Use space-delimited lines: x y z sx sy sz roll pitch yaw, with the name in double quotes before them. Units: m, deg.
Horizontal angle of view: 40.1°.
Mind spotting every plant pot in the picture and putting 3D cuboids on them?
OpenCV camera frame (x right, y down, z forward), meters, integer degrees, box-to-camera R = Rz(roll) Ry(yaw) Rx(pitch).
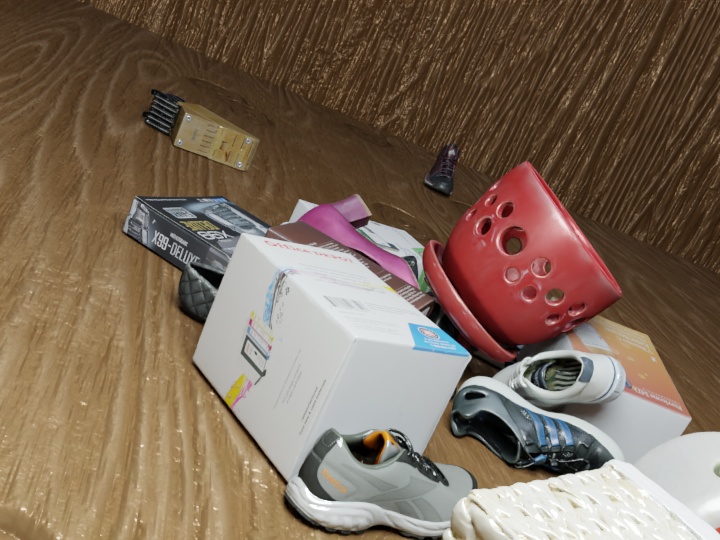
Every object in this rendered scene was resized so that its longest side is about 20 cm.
"plant pot" 0.190 0.000 1.200 0.201 0.182 0.201 47 15 -17

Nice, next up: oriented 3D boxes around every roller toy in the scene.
"roller toy" 0.306 0.241 0.846 0.183 0.199 0.140 58 9 -14

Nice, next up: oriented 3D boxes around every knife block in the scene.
"knife block" -0.297 -0.266 1.817 0.199 0.064 0.176 19 17 -22

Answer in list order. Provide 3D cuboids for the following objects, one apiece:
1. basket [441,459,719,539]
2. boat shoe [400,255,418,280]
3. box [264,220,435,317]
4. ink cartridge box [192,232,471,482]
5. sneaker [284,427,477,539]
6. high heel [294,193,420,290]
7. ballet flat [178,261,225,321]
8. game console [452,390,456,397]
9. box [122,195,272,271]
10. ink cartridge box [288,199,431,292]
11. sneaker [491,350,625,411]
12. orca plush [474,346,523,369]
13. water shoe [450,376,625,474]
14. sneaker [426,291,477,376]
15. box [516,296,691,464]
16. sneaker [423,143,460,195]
"basket" 0.132 0.244 0.540 0.160 0.200 0.200 4 25 -42
"boat shoe" -0.011 0.002 1.287 0.198 0.067 0.070 2 6 -21
"box" -0.022 0.021 1.161 0.199 0.075 0.100 32 17 13
"ink cartridge box" -0.034 0.080 0.914 0.146 0.146 0.200 12 20 -41
"sneaker" 0.033 0.175 0.833 0.199 0.080 0.074 13 17 -41
"high heel" 0.000 0.000 1.225 0.096 0.068 0.201 -25 64 -20
"ballet flat" -0.098 0.035 1.052 0.198 0.057 0.067 9 37 1
"game console" 0.003 0.101 1.126 0.176 0.031 0.199 33 17 27
"box" -0.181 -0.038 1.265 0.157 0.050 0.200 31 16 20
"ink cartridge box" 0.002 -0.017 1.414 0.199 0.085 0.146 15 17 -34
"sneaker" 0.204 0.122 1.124 0.070 0.074 0.199 25 -29 -30
"orca plush" 0.246 0.114 1.379 0.199 0.072 0.105 28 16 10
"water shoe" 0.189 0.192 1.077 0.199 0.072 0.079 25 39 9
"sneaker" 0.089 0.067 1.293 0.097 0.071 0.201 24 16 -12
"box" 0.298 0.145 1.241 0.151 0.107 0.200 22 24 -11
"sneaker" 0.215 -0.267 2.520 0.075 0.116 0.200 22 15 -8
